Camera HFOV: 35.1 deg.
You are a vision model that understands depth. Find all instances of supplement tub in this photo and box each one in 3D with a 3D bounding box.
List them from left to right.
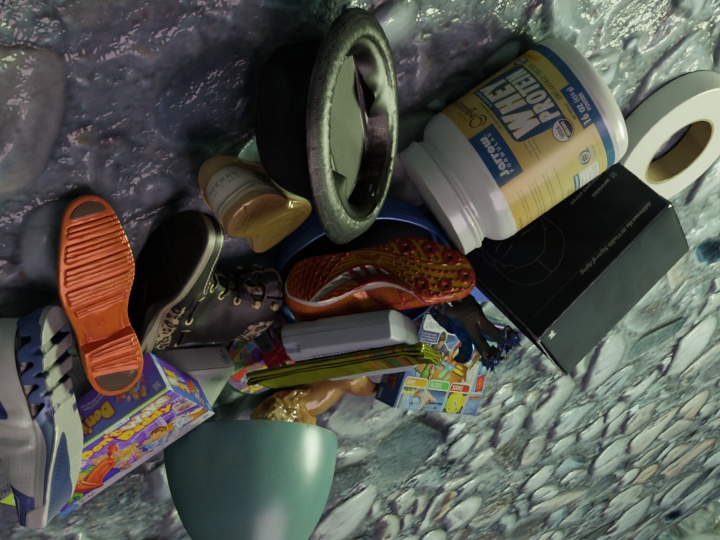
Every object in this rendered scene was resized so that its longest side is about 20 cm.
[{"bbox_3d":[0.153,-0.123,1.149,0.199,0.145,0.145,-35,149,-1],"label":"supplement tub"}]

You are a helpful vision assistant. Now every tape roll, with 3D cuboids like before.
[{"bbox_3d":[0.392,-0.161,1.437,0.201,0.037,0.204,-25,147,-17],"label":"tape roll"}]

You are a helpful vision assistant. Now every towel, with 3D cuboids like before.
[{"bbox_3d":[-0.016,0.105,1.201,0.197,0.018,0.086,-11,164,16],"label":"towel"}]

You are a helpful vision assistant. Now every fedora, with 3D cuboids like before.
[{"bbox_3d":[-0.036,-0.126,0.984,0.200,0.090,0.204,9,90,-68],"label":"fedora"}]

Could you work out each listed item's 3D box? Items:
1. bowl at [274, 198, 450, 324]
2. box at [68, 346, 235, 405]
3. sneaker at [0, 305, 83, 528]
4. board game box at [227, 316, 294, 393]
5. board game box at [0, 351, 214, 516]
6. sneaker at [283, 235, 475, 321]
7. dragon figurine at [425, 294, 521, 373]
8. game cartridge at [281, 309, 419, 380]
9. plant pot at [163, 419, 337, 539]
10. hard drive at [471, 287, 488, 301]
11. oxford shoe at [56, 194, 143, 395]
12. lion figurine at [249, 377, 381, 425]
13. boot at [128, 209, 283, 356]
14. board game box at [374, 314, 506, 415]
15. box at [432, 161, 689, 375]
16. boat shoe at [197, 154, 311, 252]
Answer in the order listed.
[{"bbox_3d":[0.000,0.000,1.223,0.197,0.040,0.202,-9,140,-8],"label":"bowl"},{"bbox_3d":[-0.249,0.147,1.236,0.198,0.037,0.145,-1,136,-42],"label":"box"},{"bbox_3d":[-0.325,0.128,1.050,0.113,0.203,0.081,2,-168,10],"label":"sneaker"},{"bbox_3d":[-0.063,0.094,1.337,0.198,0.039,0.159,-22,147,-20],"label":"board game box"},{"bbox_3d":[-0.262,0.170,1.159,0.199,0.045,0.135,-34,158,2],"label":"board game box"},{"bbox_3d":[0.020,0.012,1.170,0.196,0.074,0.077,-3,156,-2],"label":"sneaker"},{"bbox_3d":[0.124,0.070,1.312,0.058,0.100,0.200,-34,180,-11],"label":"dragon figurine"},{"bbox_3d":[-0.003,0.082,1.221,0.131,0.041,0.200,-4,165,6],"label":"game cartridge"},{"bbox_3d":[-0.123,0.257,1.270,0.197,0.137,0.201,-2,159,-1],"label":"plant pot"},{"bbox_3d":[0.143,-0.013,1.406,0.198,0.025,0.133,1,134,-45],"label":"hard drive"},{"bbox_3d":[-0.247,0.016,1.034,0.070,0.073,0.203,-16,125,-26],"label":"oxford shoe"},{"bbox_3d":[-0.046,0.156,1.419,0.199,0.073,0.123,-39,151,-6],"label":"lion figurine"},{"bbox_3d":[-0.143,0.014,1.118,0.149,0.074,0.201,-4,141,-40],"label":"boot"},{"bbox_3d":[0.109,0.115,1.484,0.199,0.034,0.137,15,95,-52],"label":"board game box"},{"bbox_3d":[0.215,-0.035,1.250,0.200,0.197,0.124,-45,144,2],"label":"box"},{"bbox_3d":[-0.099,-0.068,1.055,0.073,0.069,0.200,-39,170,2],"label":"boat shoe"}]
